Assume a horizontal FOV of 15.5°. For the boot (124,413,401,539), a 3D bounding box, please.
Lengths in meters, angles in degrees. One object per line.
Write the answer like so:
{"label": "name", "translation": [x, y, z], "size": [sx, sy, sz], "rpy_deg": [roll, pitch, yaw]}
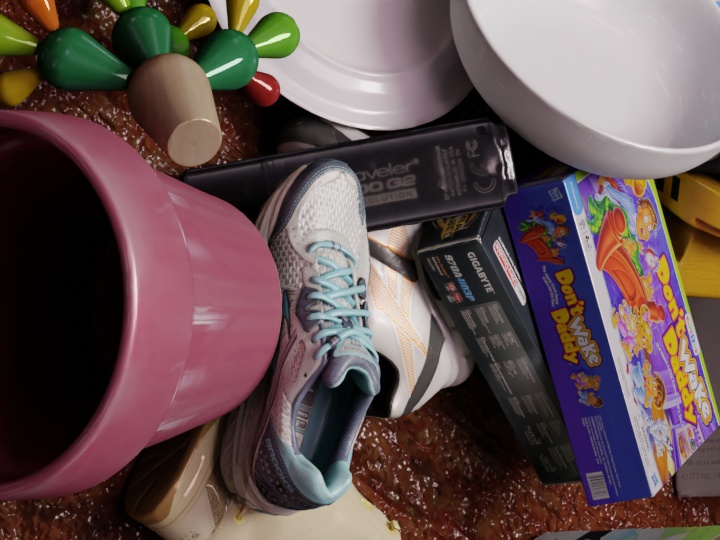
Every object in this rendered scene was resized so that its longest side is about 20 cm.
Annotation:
{"label": "boot", "translation": [-0.030, 0.100, 1.547], "size": [0.155, 0.073, 0.201], "rpy_deg": [41, 65, -26]}

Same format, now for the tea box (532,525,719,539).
{"label": "tea box", "translation": [0.134, 0.254, 1.593], "size": [0.200, 0.196, 0.134], "rpy_deg": [-28, 104, -40]}

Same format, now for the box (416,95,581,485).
{"label": "box", "translation": [0.112, 0.008, 1.656], "size": [0.201, 0.046, 0.159], "rpy_deg": [61, 33, -29]}

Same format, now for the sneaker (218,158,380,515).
{"label": "sneaker", "translation": [-0.016, 0.038, 1.464], "size": [0.077, 0.086, 0.201], "rpy_deg": [10, 85, -32]}

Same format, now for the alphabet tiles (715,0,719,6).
{"label": "alphabet tiles", "translation": [0.307, -0.155, 1.896], "size": [0.200, 0.015, 0.196], "rpy_deg": [-48, 121, -29]}

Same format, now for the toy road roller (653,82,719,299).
{"label": "toy road roller", "translation": [0.212, -0.070, 1.738], "size": [0.122, 0.200, 0.147], "rpy_deg": [6, 113, -40]}

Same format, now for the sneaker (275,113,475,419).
{"label": "sneaker", "translation": [0.000, 0.000, 1.591], "size": [0.080, 0.074, 0.201], "rpy_deg": [-39, 109, -34]}

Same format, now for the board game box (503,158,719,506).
{"label": "board game box", "translation": [0.156, 0.026, 1.633], "size": [0.134, 0.045, 0.201], "rpy_deg": [-34, 110, -59]}

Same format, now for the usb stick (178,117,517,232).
{"label": "usb stick", "translation": [-0.009, -0.047, 1.543], "size": [0.199, 0.033, 0.056], "rpy_deg": [-10, 91, -2]}

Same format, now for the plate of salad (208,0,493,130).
{"label": "plate of salad", "translation": [-0.011, -0.172, 1.606], "size": [0.199, 0.048, 0.201], "rpy_deg": [12, 63, -24]}

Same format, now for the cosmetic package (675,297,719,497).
{"label": "cosmetic package", "translation": [0.276, 0.051, 1.799], "size": [0.081, 0.113, 0.201], "rpy_deg": [3, 82, -41]}

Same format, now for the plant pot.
{"label": "plant pot", "translation": [-0.143, 0.020, 1.400], "size": [0.179, 0.199, 0.201], "rpy_deg": [3, 82, -56]}

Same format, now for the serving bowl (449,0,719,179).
{"label": "serving bowl", "translation": [0.137, -0.126, 1.604], "size": [0.199, 0.066, 0.201], "rpy_deg": [17, 44, -17]}

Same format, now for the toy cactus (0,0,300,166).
{"label": "toy cactus", "translation": [-0.121, -0.109, 1.452], "size": [0.199, 0.165, 0.103], "rpy_deg": [9, 122, -30]}
